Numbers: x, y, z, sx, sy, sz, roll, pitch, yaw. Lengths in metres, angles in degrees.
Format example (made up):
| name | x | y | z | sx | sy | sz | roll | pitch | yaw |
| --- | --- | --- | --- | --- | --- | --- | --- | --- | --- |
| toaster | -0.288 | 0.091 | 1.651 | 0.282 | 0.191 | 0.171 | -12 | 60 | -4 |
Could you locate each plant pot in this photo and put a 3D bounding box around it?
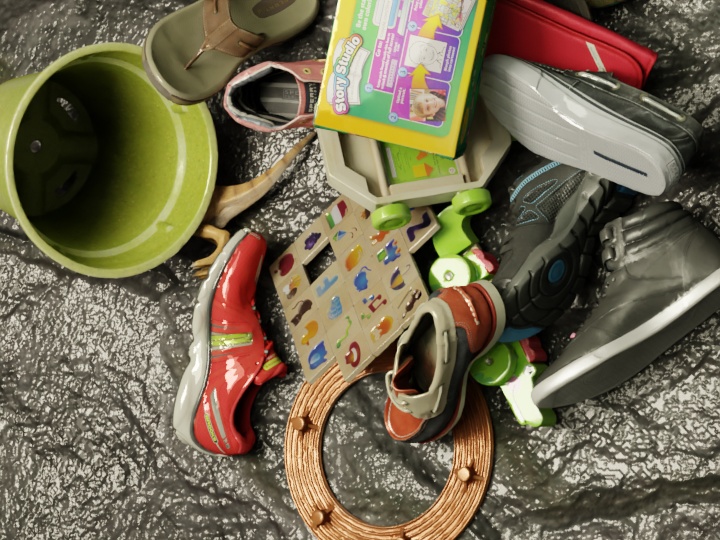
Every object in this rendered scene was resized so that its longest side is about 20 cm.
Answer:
| name | x | y | z | sx | sy | sz | roll | pitch | yaw |
| --- | --- | --- | --- | --- | --- | --- | --- | --- | --- |
| plant pot | -0.257 | -0.103 | 1.851 | 0.184 | 0.199 | 0.202 | 12 | 88 | 56 |

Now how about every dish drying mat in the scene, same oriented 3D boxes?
| name | x | y | z | sx | sy | sz | roll | pitch | yaw |
| --- | --- | --- | --- | --- | --- | --- | --- | --- | --- |
| dish drying mat | 0.136 | -0.184 | 1.685 | 0.199 | 0.018 | 0.077 | 24 | 132 | 5 |

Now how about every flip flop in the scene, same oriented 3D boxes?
| name | x | y | z | sx | sy | sz | roll | pitch | yaw |
| --- | --- | --- | --- | --- | --- | --- | --- | --- | --- |
| flip flop | -0.108 | -0.211 | 1.800 | 0.081 | 0.199 | 0.058 | 54 | 147 | 5 |

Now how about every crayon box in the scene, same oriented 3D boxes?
| name | x | y | z | sx | sy | sz | roll | pitch | yaw |
| --- | --- | --- | --- | --- | --- | --- | --- | --- | --- |
| crayon box | 0.042 | -0.198 | 1.640 | 0.118 | 0.058 | 0.202 | 14 | 101 | 10 |

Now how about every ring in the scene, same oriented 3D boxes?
| name | x | y | z | sx | sy | sz | roll | pitch | yaw |
| --- | --- | --- | --- | --- | --- | --- | --- | --- | --- |
| ring | 0.020 | 0.151 | 1.770 | 0.199 | 0.019 | 0.202 | -4 | 82 | 28 |

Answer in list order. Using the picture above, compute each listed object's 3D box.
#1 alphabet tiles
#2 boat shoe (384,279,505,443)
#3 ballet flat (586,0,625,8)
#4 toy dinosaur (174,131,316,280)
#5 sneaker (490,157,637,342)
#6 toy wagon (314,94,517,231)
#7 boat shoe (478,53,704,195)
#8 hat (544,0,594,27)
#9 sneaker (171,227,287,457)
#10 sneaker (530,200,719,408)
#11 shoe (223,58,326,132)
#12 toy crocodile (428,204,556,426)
| name | x | y | z | sx | sy | sz | roll | pitch | yaw |
| --- | --- | --- | --- | --- | --- | --- | --- | --- | --- |
| alphabet tiles | 0.000 | 0.000 | 1.751 | 0.167 | 0.008 | 0.201 | -44 | 35 | 16 |
| boat shoe | 0.053 | 0.079 | 1.666 | 0.071 | 0.062 | 0.200 | 57 | 146 | 22 |
| ballet flat | 0.180 | -0.310 | 1.726 | 0.070 | 0.071 | 0.202 | -20 | 74 | 24 |
| toy dinosaur | -0.131 | -0.053 | 1.855 | 0.199 | 0.060 | 0.107 | -15 | 75 | 25 |
| sneaker | 0.149 | -0.029 | 1.684 | 0.082 | 0.073 | 0.200 | 25 | 70 | 35 |
| toy wagon | 0.065 | -0.118 | 1.716 | 0.198 | 0.040 | 0.156 | -10 | 71 | -7 |
| boat shoe | 0.182 | -0.124 | 1.655 | 0.199 | 0.072 | 0.071 | 32 | 57 | 28 |
| hat | 0.113 | -0.242 | 1.732 | 0.199 | 0.202 | 0.081 | 9 | 44 | 29 |
| sneaker | -0.101 | 0.065 | 1.826 | 0.084 | 0.077 | 0.202 | 13 | 96 | 18 |
| sneaker | 0.203 | 0.023 | 1.660 | 0.199 | 0.071 | 0.100 | -37 | 66 | 7 |
| shoe | -0.016 | -0.146 | 1.780 | 0.199 | 0.091 | 0.072 | 4 | 101 | 28 |
| toy crocodile | 0.111 | 0.038 | 1.709 | 0.062 | 0.067 | 0.201 | -32 | 69 | 20 |
